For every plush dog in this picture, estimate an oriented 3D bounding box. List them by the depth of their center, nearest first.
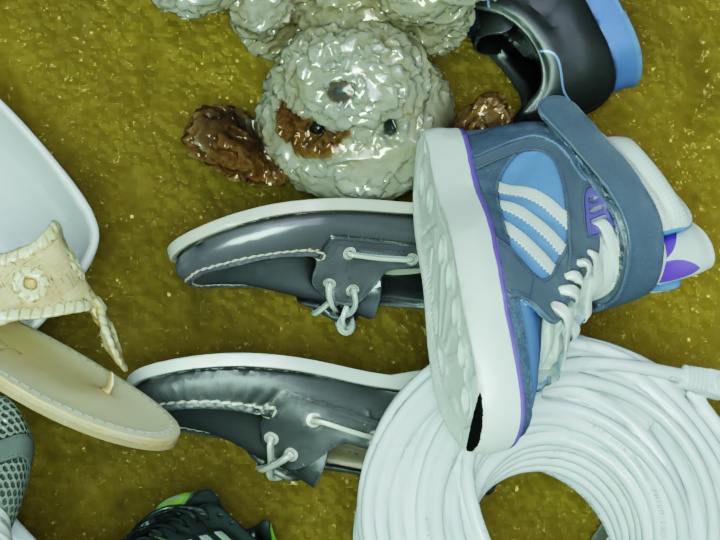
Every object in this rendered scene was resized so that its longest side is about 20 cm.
[{"bbox_3d":[-0.008,-0.119,0.886,0.200,0.160,0.172,0,96,6],"label":"plush dog"}]

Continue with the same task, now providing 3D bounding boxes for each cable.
[{"bbox_3d":[0.093,0.125,0.803,0.200,0.069,0.200,20,63,-4],"label":"cable"}]

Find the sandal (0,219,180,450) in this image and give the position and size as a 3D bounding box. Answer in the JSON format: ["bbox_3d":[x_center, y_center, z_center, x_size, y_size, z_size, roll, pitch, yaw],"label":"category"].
[{"bbox_3d":[-0.164,0.003,0.759,0.212,0.078,0.070,29,102,1],"label":"sandal"}]

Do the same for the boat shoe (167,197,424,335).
[{"bbox_3d":[0.000,0.000,0.878,0.200,0.073,0.063,-4,75,-16],"label":"boat shoe"}]

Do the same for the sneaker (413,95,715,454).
[{"bbox_3d":[0.106,0.002,0.788,0.146,0.081,0.200,2,42,-9],"label":"sneaker"}]

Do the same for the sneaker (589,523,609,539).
[{"bbox_3d":[0.153,0.194,0.863,0.116,0.074,0.200,39,73,3],"label":"sneaker"}]

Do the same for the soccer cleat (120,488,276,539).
[{"bbox_3d":[-0.091,0.141,0.781,0.067,0.200,0.081,-21,68,18],"label":"soccer cleat"}]

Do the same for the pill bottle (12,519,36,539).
[{"bbox_3d":[-0.229,0.192,0.771,0.200,0.112,0.112,-43,88,-17],"label":"pill bottle"}]

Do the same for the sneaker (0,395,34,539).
[{"bbox_3d":[-0.233,0.088,0.742,0.200,0.078,0.091,7,50,13],"label":"sneaker"}]

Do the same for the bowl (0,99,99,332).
[{"bbox_3d":[-0.254,-0.013,0.832,0.200,0.075,0.200,45,75,1],"label":"bowl"}]

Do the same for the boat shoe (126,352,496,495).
[{"bbox_3d":[-0.021,0.082,0.859,0.200,0.074,0.060,7,72,-18],"label":"boat shoe"}]

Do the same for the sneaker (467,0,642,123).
[{"bbox_3d":[0.079,-0.175,0.932,0.078,0.070,0.200,-26,81,-16],"label":"sneaker"}]
